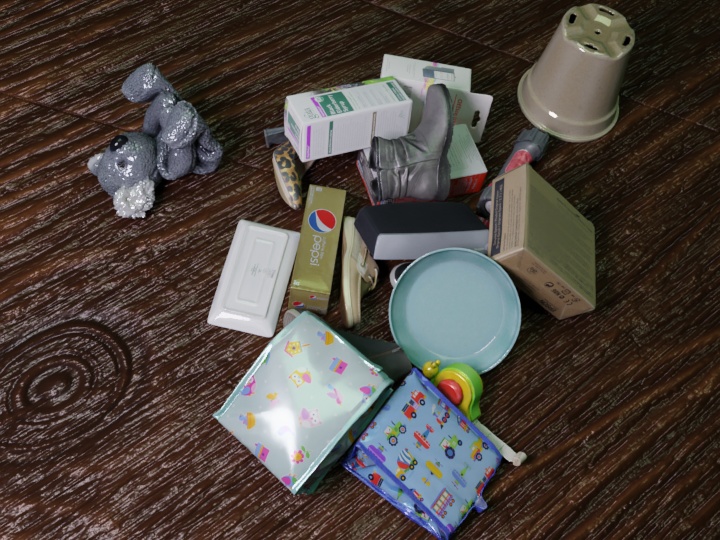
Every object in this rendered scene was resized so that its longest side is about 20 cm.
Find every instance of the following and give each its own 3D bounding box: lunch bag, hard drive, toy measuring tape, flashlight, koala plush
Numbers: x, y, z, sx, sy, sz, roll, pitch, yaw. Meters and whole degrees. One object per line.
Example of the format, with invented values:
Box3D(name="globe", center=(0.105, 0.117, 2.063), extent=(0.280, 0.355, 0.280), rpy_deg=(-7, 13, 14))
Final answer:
Box3D(name="lunch bag", center=(0.100, 0.266, 1.234), extent=(0.199, 0.094, 0.151), rpy_deg=(39, 58, 6))
Box3D(name="lunch bag", center=(-0.073, 0.178, 1.213), extent=(0.170, 0.122, 0.201), rpy_deg=(38, 86, 17))
Box3D(name="hard drive", center=(0.100, -0.065, 1.379), extent=(0.198, 0.043, 0.135), rpy_deg=(-3, 30, -16))
Box3D(name="toy measuring tape", center=(0.171, 0.195, 1.283), extent=(0.200, 0.074, 0.073), rpy_deg=(40, 62, 21))
Box3D(name="flashlight", center=(0.271, -0.169, 1.531), extent=(0.067, 0.068, 0.201), rpy_deg=(29, 60, 12))
Box3D(name="koala plush", center=(-0.341, -0.187, 1.430), extent=(0.200, 0.184, 0.177), rpy_deg=(-42, 60, -5))

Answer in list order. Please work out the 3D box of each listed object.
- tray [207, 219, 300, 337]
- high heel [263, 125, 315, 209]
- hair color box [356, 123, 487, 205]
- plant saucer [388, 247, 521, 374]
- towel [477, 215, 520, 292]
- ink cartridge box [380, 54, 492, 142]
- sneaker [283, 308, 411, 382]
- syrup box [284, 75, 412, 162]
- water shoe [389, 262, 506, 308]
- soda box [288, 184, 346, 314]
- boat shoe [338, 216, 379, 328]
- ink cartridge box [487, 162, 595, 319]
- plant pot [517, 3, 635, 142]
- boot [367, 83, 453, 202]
Box3D(name="tray", center=(-0.165, 0.005, 1.393), extent=(0.106, 0.022, 0.202), rpy_deg=(13, 57, 0))
Box3D(name="high heel", center=(-0.079, -0.188, 1.492), extent=(0.141, 0.072, 0.201), rpy_deg=(-13, 51, -7))
Box3D(name="hair color box", center=(0.104, -0.178, 1.518), extent=(0.198, 0.064, 0.112), rpy_deg=(-11, 61, -16))
Box3D(name="plant saucer", center=(0.142, 0.063, 1.333), extent=(0.197, 0.036, 0.203), rpy_deg=(1, 100, 7))
Box3D(name="towel", center=(0.185, -0.042, 1.448), extent=(0.198, 0.023, 0.145), rpy_deg=(25, 42, 9))
Box3D(name="ink cartridge box", center=(0.128, -0.303, 1.565), extent=(0.198, 0.118, 0.068), rpy_deg=(10, 50, -2))
Box3D(name="sneaker", center=(-0.023, 0.118, 1.323), extent=(0.200, 0.075, 0.106), rpy_deg=(41, 44, 24))
Box3D(name="syrup box", center=(-0.022, -0.253, 1.466), extent=(0.198, 0.082, 0.079), rpy_deg=(-15, 49, -21))
Box3D(name="water shoe", center=(0.145, 0.021, 1.389), extent=(0.198, 0.079, 0.072), rpy_deg=(19, 57, 5))
Box3D(name="soda box", center=(-0.068, -0.035, 1.402), extent=(0.063, 0.068, 0.202), rpy_deg=(9, 58, -3))
Box3D(name="boat shoe", center=(0.000, 0.000, 1.390), extent=(0.064, 0.072, 0.202), rpy_deg=(4, 53, -4))
Box3D(name="ink cartridge box", center=(0.289, -0.042, 1.390), extent=(0.199, 0.075, 0.166), rpy_deg=(35, 49, -33))
Box3D(name="plant pot", center=(0.404, -0.371, 1.606), extent=(0.198, 0.184, 0.202), rpy_deg=(3, 58, -5))
Box3D(name="boot", center=(0.080, -0.211, 1.430), extent=(0.130, 0.070, 0.203), rpy_deg=(3, 83, -12))
